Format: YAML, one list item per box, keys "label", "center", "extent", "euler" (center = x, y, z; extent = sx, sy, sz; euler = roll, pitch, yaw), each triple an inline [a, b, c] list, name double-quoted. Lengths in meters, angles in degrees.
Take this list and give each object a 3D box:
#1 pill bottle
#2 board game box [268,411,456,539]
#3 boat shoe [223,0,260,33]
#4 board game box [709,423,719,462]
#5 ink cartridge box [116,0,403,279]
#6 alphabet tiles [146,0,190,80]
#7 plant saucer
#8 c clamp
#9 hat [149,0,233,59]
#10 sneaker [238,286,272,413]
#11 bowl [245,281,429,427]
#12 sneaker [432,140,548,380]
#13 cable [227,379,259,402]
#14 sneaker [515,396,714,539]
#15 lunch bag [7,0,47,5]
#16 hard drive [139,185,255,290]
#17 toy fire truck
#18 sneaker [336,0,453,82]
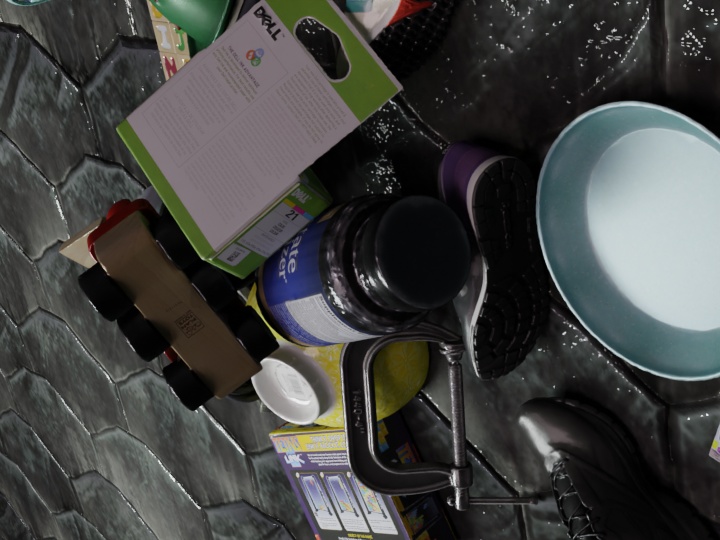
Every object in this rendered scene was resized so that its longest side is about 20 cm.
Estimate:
- label: "pill bottle"
  center: [0.000, 0.000, 0.868]
  extent: [0.200, 0.111, 0.113]
  euler: [-17, 100, 60]
- label: "board game box"
  center: [-0.002, 0.237, 1.176]
  extent: [0.199, 0.056, 0.166]
  euler: [-15, 100, 55]
- label: "boat shoe"
  center: [-0.076, -0.245, 0.914]
  extent: [0.200, 0.062, 0.073]
  euler: [123, 154, -50]
- label: "board game box"
  center: [0.334, 0.132, 0.701]
  extent: [0.199, 0.032, 0.121]
  euler: [34, 133, 33]
- label: "ink cartridge box"
  center: [-0.072, -0.115, 0.850]
  extent: [0.148, 0.200, 0.076]
  euler: [53, -173, 21]
- label: "alphabet tiles"
  center: [-0.160, -0.219, 1.093]
  extent: [0.166, 0.006, 0.201]
  euler: [19, 128, 45]
- label: "plant saucer"
  center: [0.208, -0.023, 0.735]
  extent: [0.200, 0.036, 0.201]
  euler: [32, 135, 40]
- label: "c clamp"
  center: [0.066, 0.133, 0.982]
  extent: [0.027, 0.169, 0.202]
  euler: [-79, -21, -74]
- label: "hat"
  center: [-0.200, -0.279, 0.901]
  extent: [0.200, 0.175, 0.167]
  euler: [133, 136, -55]
- label: "sneaker"
  center: [-0.137, 0.079, 1.214]
  extent: [0.200, 0.079, 0.074]
  euler: [45, 145, 24]
- label: "bowl"
  center: [-0.044, 0.085, 1.036]
  extent: [0.199, 0.108, 0.201]
  euler: [22, 135, 23]
- label: "sneaker"
  center: [0.100, -0.011, 0.874]
  extent: [0.087, 0.075, 0.202]
  euler: [37, 137, 52]
- label: "cable"
  center: [-0.163, 0.051, 1.113]
  extent: [0.051, 0.163, 0.200]
  euler: [-49, 47, 13]
- label: "sneaker"
  center: [0.193, 0.186, 0.863]
  extent: [0.200, 0.090, 0.076]
  euler: [46, 145, 22]
- label: "lunch bag"
  center: [-0.295, -0.354, 1.034]
  extent: [0.077, 0.160, 0.201]
  euler: [44, 141, 22]
- label: "hard drive"
  center: [-0.167, -0.028, 1.061]
  extent: [0.135, 0.042, 0.200]
  euler: [40, 168, -15]
- label: "toy fire truck"
  center: [-0.184, 0.013, 0.951]
  extent: [0.176, 0.128, 0.200]
  euler: [54, 180, -32]
- label: "sneaker"
  center: [0.024, -0.226, 0.818]
  extent: [0.094, 0.070, 0.200]
  euler: [66, 151, 23]
